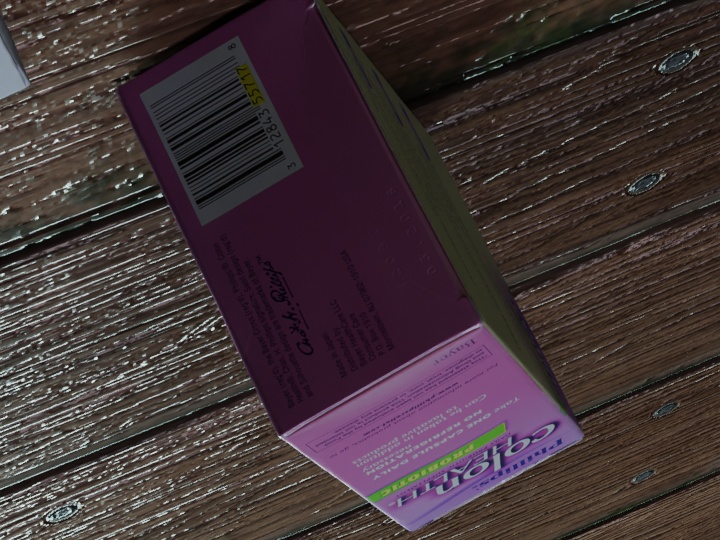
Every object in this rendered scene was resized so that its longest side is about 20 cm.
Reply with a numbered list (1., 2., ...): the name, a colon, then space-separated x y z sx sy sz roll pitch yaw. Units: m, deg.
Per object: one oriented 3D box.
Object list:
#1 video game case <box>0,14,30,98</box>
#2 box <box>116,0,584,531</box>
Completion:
1. video game case: -0.230 -0.079 0.818 0.200 0.046 0.181 -25 158 -4
2. box: 0.000 0.000 1.059 0.097 0.176 0.200 -30 157 7
